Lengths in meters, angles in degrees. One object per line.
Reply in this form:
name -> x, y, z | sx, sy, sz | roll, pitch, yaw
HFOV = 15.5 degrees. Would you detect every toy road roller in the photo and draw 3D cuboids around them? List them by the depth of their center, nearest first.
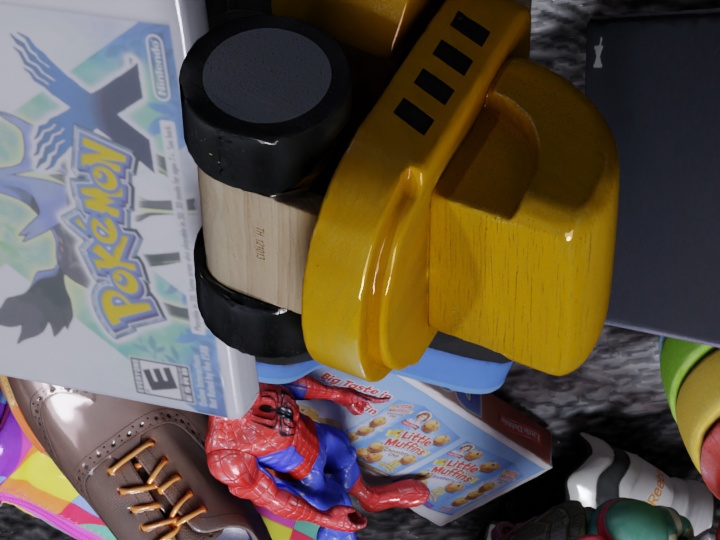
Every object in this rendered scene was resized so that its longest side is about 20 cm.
toy road roller -> 0.034, -0.048, 0.919 | 0.146, 0.200, 0.123 | 21, 143, 17

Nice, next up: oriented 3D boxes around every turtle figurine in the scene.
turtle figurine -> 0.094, 0.147, 1.136 | 0.101, 0.150, 0.200 | 40, 136, -9

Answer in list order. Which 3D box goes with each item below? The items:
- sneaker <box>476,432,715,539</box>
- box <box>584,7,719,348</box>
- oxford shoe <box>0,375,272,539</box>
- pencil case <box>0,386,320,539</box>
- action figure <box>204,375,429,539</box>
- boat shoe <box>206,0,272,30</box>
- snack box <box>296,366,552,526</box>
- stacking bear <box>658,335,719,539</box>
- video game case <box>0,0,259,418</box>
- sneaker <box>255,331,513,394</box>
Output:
sneaker -> 0.079, 0.144, 1.277 | 0.080, 0.074, 0.200 | 34, 124, -17
box -> 0.204, -0.029, 0.927 | 0.198, 0.123, 0.200 | 2, -177, -19
oxford shoe -> -0.084, 0.082, 1.097 | 0.071, 0.073, 0.200 | -38, 121, -4
pencil case -> -0.101, 0.095, 1.187 | 0.200, 0.088, 0.088 | 27, 132, -30
action figure -> -0.020, 0.081, 1.129 | 0.052, 0.065, 0.200 | -6, 155, 25
boat shoe -> -0.089, -0.047, 1.035 | 0.071, 0.064, 0.200 | 18, 136, -23
snack box -> -0.004, 0.054, 1.188 | 0.072, 0.024, 0.200 | -32, 132, 31
stacking bear -> 0.174, 0.056, 1.064 | 0.121, 0.200, 0.114 | 17, 136, -22
video game case -> -0.133, -0.042, 0.983 | 0.182, 0.022, 0.200 | 9, 127, 22
sneaker -> 0.000, 0.000, 1.076 | 0.200, 0.070, 0.078 | 6, 128, -39
